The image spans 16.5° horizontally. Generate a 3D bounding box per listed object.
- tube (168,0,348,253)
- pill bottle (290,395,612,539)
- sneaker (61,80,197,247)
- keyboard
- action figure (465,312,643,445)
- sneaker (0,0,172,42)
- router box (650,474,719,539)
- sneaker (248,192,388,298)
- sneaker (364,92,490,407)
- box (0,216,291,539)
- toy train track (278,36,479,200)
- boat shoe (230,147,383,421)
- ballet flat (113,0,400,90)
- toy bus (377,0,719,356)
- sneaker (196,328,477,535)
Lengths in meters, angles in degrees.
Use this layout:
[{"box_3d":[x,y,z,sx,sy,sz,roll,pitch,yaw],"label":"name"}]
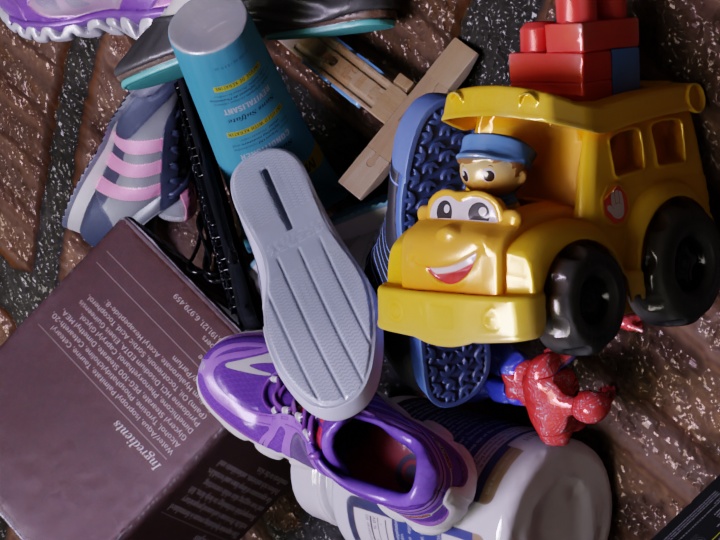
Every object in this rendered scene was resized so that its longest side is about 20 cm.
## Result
[{"box_3d":[-0.067,-0.091,1.565,0.050,0.077,0.200,61,177,40],"label":"tube"},{"box_3d":[0.053,0.142,1.590,0.200,0.111,0.111,13,118,43],"label":"pill bottle"},{"box_3d":[-0.138,-0.082,1.733,0.082,0.070,0.200,35,134,2],"label":"sneaker"},{"box_3d":[-0.103,-0.036,1.611,0.200,0.040,0.104,-107,0,-47],"label":"keyboard"},{"box_3d":[0.117,0.057,1.526,0.200,0.099,0.065,25,133,65],"label":"action figure"},{"box_3d":[-0.173,-0.204,1.677,0.200,0.080,0.089,6,126,39],"label":"sneaker"},{"box_3d":[0.239,0.175,1.339,0.150,0.200,0.062,27,142,37],"label":"router box"},{"box_3d":[0.000,0.000,1.606,0.200,0.076,0.081,-18,98,52],"label":"sneaker"},{"box_3d":[0.034,-0.018,1.479,0.078,0.070,0.201,35,133,51],"label":"sneaker"},{"box_3d":[-0.147,0.103,1.677,0.200,0.166,0.164,-46,68,1],"label":"box"},{"box_3d":[0.012,-0.109,1.558,0.115,0.033,0.200,-50,50,1],"label":"toy train track"},{"box_3d":[-0.026,0.012,1.510,0.062,0.072,0.200,60,-170,-53],"label":"boat shoe"},{"box_3d":[-0.068,-0.168,1.574,0.199,0.068,0.069,-12,87,19],"label":"ballet flat"},{"box_3d":[0.106,-0.057,1.378,0.135,0.200,0.193,7,106,43],"label":"toy bus"},{"box_3d":[-0.019,0.089,1.511,0.200,0.083,0.081,25,87,27],"label":"sneaker"}]
